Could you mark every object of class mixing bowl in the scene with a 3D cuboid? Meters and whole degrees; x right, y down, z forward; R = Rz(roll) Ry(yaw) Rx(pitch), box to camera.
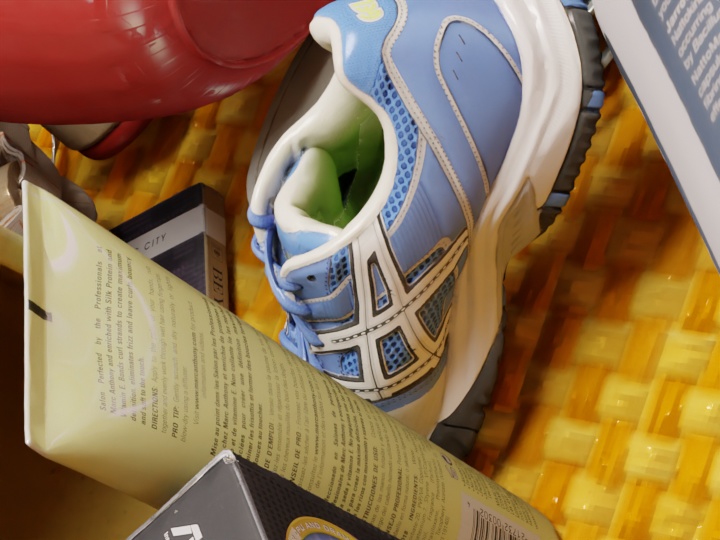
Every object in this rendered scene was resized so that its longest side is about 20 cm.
[{"bbox_3d":[-0.064,-0.121,0.858,0.108,0.200,0.201,26,86,31],"label":"mixing bowl"}]

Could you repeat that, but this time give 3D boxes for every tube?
[{"bbox_3d":[-0.022,0.049,0.772,0.058,0.200,0.052,31,88,46],"label":"tube"}]

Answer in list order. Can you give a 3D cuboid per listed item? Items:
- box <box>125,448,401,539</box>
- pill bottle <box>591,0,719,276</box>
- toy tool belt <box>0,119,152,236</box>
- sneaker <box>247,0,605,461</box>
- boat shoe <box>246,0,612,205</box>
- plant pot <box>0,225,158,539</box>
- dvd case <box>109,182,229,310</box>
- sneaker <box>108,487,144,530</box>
[{"bbox_3d":[0.033,0.152,0.694,0.044,0.160,0.201,-41,45,17],"label":"box"},{"bbox_3d":[0.126,-0.067,0.757,0.119,0.119,0.201,-39,47,21],"label":"pill bottle"},{"bbox_3d":[-0.155,-0.029,0.958,0.125,0.123,0.201,-10,44,58],"label":"toy tool belt"},{"bbox_3d":[0.000,0.000,0.831,0.076,0.077,0.201,55,137,48],"label":"sneaker"},{"bbox_3d":[0.044,-0.085,0.884,0.200,0.062,0.075,-54,39,2],"label":"boat shoe"},{"bbox_3d":[-0.188,0.051,0.793,0.199,0.195,0.195,24,87,38],"label":"plant pot"},{"bbox_3d":[-0.098,0.086,0.957,0.148,0.016,0.201,-26,53,32],"label":"dvd case"},{"bbox_3d":[-0.080,0.118,0.849,0.115,0.073,0.201,-36,47,38],"label":"sneaker"}]
